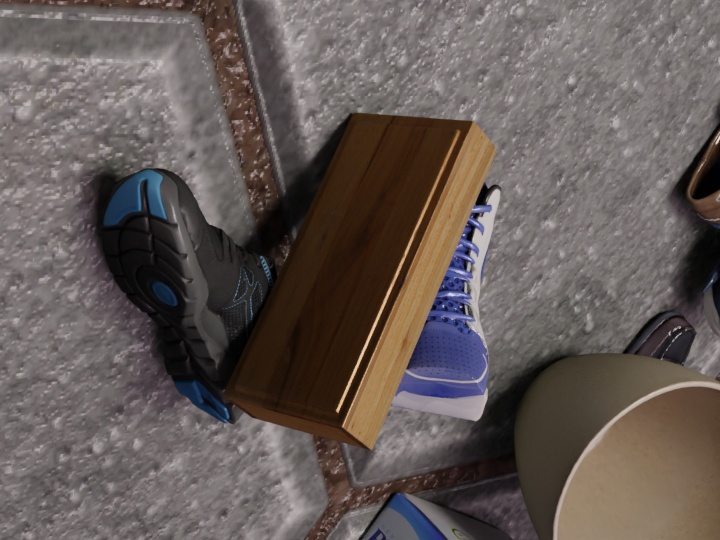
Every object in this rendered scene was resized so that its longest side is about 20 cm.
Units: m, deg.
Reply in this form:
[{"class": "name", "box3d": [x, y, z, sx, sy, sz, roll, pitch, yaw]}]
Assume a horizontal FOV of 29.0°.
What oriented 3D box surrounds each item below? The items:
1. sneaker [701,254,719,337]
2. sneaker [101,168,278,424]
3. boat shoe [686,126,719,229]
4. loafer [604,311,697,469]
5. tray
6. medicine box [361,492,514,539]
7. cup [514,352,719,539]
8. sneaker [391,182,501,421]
[{"class": "sneaker", "box3d": [0.363, -0.030, 1.230, 0.201, 0.080, 0.147, -60, 178, -28]}, {"class": "sneaker", "box3d": [-0.096, 0.003, 0.847, 0.082, 0.073, 0.201, -49, 147, -28]}, {"class": "boat shoe", "box3d": [0.336, -0.122, 1.124, 0.072, 0.072, 0.202, 16, 108, -45]}, {"class": "loafer", "box3d": [0.249, 0.135, 1.242, 0.071, 0.063, 0.202, 19, 106, -47]}, {"class": "tray", "box3d": [0.000, 0.000, 0.839, 0.037, 0.098, 0.202, 41, 66, -45]}, {"class": "medicine box", "box3d": [0.052, 0.311, 1.166, 0.201, 0.103, 0.181, -55, 139, 5]}, {"class": "cup", "box3d": [0.203, 0.148, 1.137, 0.198, 0.143, 0.203, -12, 119, -23]}, {"class": "sneaker", "box3d": [0.044, -0.001, 0.884, 0.079, 0.200, 0.117, 9, 116, -4]}]
